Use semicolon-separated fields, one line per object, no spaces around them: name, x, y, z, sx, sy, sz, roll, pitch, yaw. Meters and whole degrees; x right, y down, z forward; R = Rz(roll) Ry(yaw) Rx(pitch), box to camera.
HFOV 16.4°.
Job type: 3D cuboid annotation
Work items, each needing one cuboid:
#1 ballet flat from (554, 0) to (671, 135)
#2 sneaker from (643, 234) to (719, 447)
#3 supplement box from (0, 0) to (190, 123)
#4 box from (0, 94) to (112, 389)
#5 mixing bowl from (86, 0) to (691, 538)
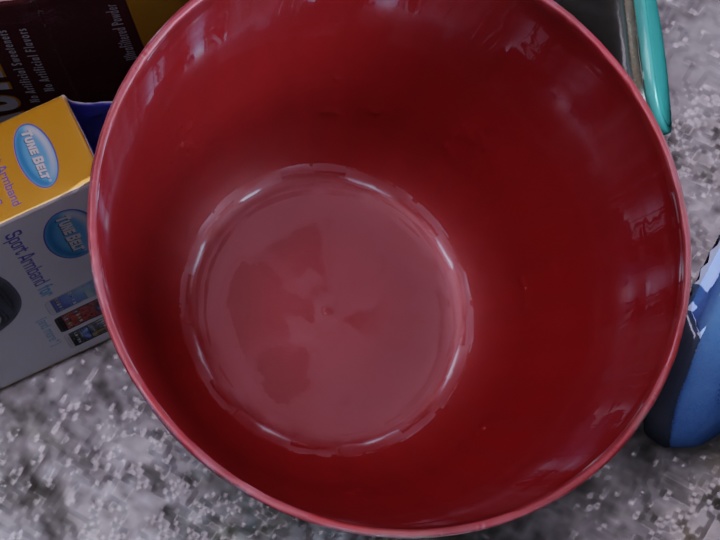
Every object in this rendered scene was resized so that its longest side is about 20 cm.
ballet flat;0.082;-0.127;0.931;0.068;0.068;0.201;-5;56;16
sneaker;0.175;-0.011;0.865;0.078;0.066;0.200;34;75;15
supplement box;-0.160;-0.145;0.925;0.199;0.133;0.198;-8;67;4
box;-0.152;0.010;0.867;0.199;0.119;0.042;-23;66;-2
mixing bowl;0.000;0.000;0.844;0.199;0.108;0.201;4;74;-13
